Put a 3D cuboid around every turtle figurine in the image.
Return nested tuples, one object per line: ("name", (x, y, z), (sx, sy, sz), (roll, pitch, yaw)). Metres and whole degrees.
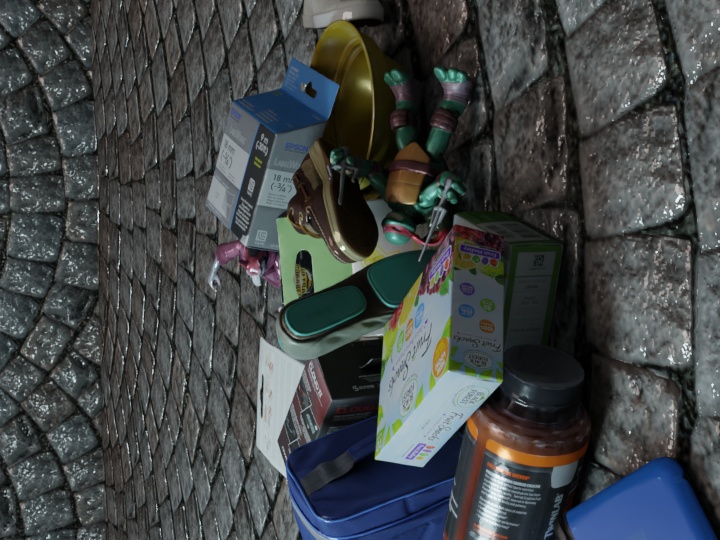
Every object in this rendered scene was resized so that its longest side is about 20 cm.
("turtle figurine", (0.046, -0.101, 1.118), (0.101, 0.150, 0.200), (47, -125, -64))

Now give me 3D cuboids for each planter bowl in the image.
("planter bowl", (0.010, -0.177, 1.267), (0.200, 0.083, 0.201), (178, 90, -67))

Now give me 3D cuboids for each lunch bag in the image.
("lunch bag", (0.033, 0.221, 1.135), (0.136, 0.200, 0.132), (-132, 26, -53))

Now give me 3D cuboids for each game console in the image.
("game console", (0.237, 0.274, 0.875), (0.171, 0.118, 0.200), (-38, 52, 25))

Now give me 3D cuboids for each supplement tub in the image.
("supplement tub", (0.138, 0.167, 0.981), (0.107, 0.107, 0.200), (-129, 41, -54))

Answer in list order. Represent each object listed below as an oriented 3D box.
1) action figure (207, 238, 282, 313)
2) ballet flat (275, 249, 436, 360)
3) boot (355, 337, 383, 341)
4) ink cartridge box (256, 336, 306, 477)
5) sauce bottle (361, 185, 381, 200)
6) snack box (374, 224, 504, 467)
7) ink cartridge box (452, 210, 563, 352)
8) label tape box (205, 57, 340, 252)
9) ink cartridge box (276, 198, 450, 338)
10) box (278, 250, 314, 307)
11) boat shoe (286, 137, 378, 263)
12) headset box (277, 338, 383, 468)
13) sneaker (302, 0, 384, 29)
("action figure", (-0.124, -0.022, 1.548), (0.200, 0.134, 0.149), (-10, -57, -89))
("ballet flat", (0.007, 0.034, 1.133), (0.064, 0.200, 0.067), (98, 148, -59))
("boot", (0.022, 0.004, 1.316), (0.131, 0.068, 0.200), (-42, 53, 46))
("ink cartridge box", (-0.084, 0.181, 1.462), (0.200, 0.047, 0.160), (-158, 69, -66))
("sauce bottle", (0.005, -0.080, 1.321), (0.200, 0.065, 0.065), (-141, 52, -63))
("snack box", (0.068, 0.073, 1.001), (0.200, 0.053, 0.142), (119, 158, -55))
("ink cartridge box", (0.125, 0.054, 1.056), (0.104, 0.059, 0.200), (-140, 51, -60))
("label tape box", (-0.106, -0.141, 1.302), (0.144, 0.063, 0.200), (41, 118, 55))
("ink cartridge box", (0.000, 0.000, 1.203), (0.048, 0.200, 0.146), (5, -101, -72))
("box", (-0.071, -0.005, 1.414), (0.200, 0.046, 0.159), (82, -176, -70))
("boat shoe", (-0.037, -0.059, 1.146), (0.072, 0.072, 0.200), (-40, 35, 16))
("headset box", (0.006, 0.151, 1.237), (0.200, 0.148, 0.075), (112, 145, -44))
("sneaker", (-0.028, -0.331, 1.352), (0.200, 0.073, 0.085), (-150, 58, -65))
